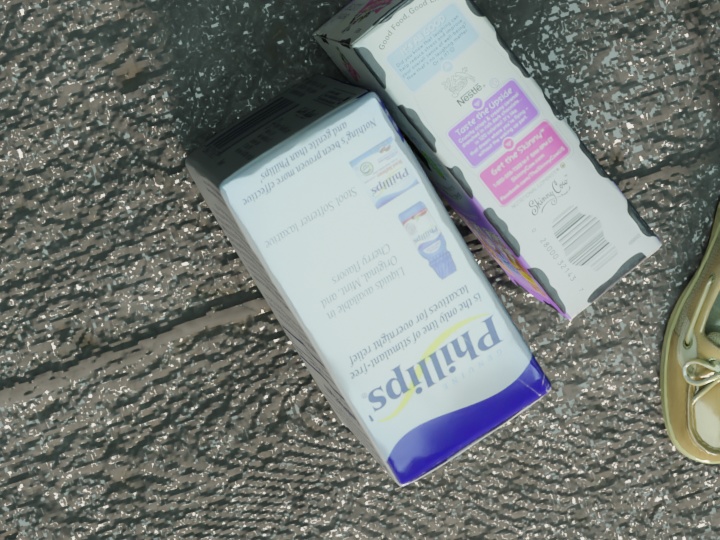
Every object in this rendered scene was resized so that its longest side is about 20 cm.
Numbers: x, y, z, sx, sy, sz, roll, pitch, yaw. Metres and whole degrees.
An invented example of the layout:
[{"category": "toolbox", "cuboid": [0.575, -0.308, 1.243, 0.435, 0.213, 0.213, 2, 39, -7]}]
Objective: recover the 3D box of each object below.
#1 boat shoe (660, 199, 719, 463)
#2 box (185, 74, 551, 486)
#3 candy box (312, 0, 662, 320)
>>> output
[{"category": "boat shoe", "cuboid": [0.237, 0.024, 1.546, 0.073, 0.063, 0.201, 18, 95, -10]}, {"category": "box", "cuboid": [0.000, 0.000, 1.448, 0.105, 0.184, 0.200, -32, 102, -4]}, {"category": "candy box", "cuboid": [0.069, -0.079, 1.454, 0.071, 0.168, 0.200, -40, 102, -1]}]
